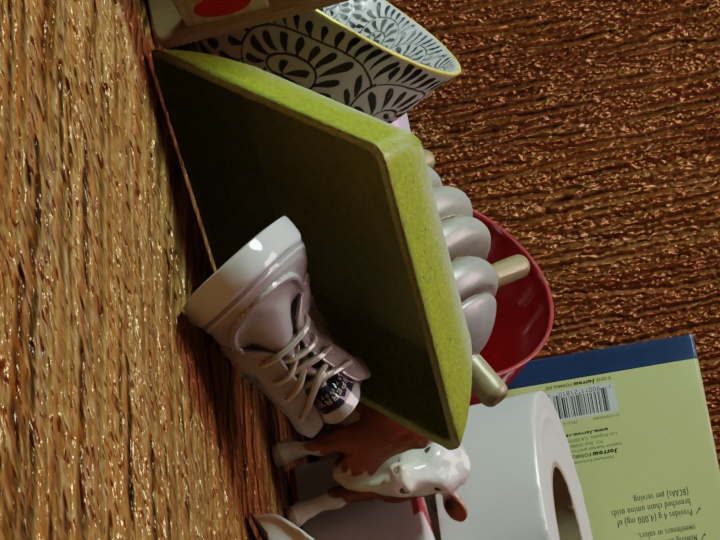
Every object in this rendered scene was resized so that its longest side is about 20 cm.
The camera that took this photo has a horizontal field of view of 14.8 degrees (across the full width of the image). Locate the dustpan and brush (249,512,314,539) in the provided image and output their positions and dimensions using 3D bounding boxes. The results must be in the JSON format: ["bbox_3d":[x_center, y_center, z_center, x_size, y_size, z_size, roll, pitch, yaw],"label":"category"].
[{"bbox_3d":[0.024,0.215,1.465,0.200,0.057,0.140,56,-7,32],"label":"dustpan and brush"}]

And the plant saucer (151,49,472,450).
[{"bbox_3d":[-0.015,-0.023,1.506,0.200,0.048,0.201,26,-38,45],"label":"plant saucer"}]

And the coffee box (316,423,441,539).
[{"bbox_3d":[0.012,0.135,1.988,0.201,0.079,0.113,-99,177,-48],"label":"coffee box"}]

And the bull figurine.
[{"bbox_3d":[0.010,0.098,1.686,0.200,0.121,0.065,-85,159,-63],"label":"bull figurine"}]

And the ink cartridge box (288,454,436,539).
[{"bbox_3d":[0.022,0.232,1.731,0.147,0.082,0.201,-100,175,-56],"label":"ink cartridge box"}]

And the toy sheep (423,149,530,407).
[{"bbox_3d":[0.023,0.001,1.647,0.200,0.138,0.138,45,-9,20],"label":"toy sheep"}]

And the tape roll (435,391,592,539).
[{"bbox_3d":[0.106,0.183,1.803,0.202,0.070,0.204,-13,90,-79],"label":"tape roll"}]

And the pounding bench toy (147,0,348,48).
[{"bbox_3d":[-0.038,-0.222,1.527,0.156,0.199,0.125,64,13,-73],"label":"pounding bench toy"}]

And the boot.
[{"bbox_3d":[-0.033,0.034,1.432,0.096,0.073,0.200,49,-1,5],"label":"boot"}]

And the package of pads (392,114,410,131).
[{"bbox_3d":[-0.026,-0.113,2.018,0.076,0.120,0.201,41,36,-85],"label":"package of pads"}]

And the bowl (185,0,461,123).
[{"bbox_3d":[-0.046,-0.137,1.714,0.200,0.094,0.201,31,13,-8],"label":"bowl"}]

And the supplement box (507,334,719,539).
[{"bbox_3d":[0.161,0.175,1.984,0.134,0.199,0.201,74,7,-69],"label":"supplement box"}]

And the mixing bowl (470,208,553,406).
[{"bbox_3d":[0.024,0.044,1.902,0.201,0.199,0.109,-100,-158,-49],"label":"mixing bowl"}]
